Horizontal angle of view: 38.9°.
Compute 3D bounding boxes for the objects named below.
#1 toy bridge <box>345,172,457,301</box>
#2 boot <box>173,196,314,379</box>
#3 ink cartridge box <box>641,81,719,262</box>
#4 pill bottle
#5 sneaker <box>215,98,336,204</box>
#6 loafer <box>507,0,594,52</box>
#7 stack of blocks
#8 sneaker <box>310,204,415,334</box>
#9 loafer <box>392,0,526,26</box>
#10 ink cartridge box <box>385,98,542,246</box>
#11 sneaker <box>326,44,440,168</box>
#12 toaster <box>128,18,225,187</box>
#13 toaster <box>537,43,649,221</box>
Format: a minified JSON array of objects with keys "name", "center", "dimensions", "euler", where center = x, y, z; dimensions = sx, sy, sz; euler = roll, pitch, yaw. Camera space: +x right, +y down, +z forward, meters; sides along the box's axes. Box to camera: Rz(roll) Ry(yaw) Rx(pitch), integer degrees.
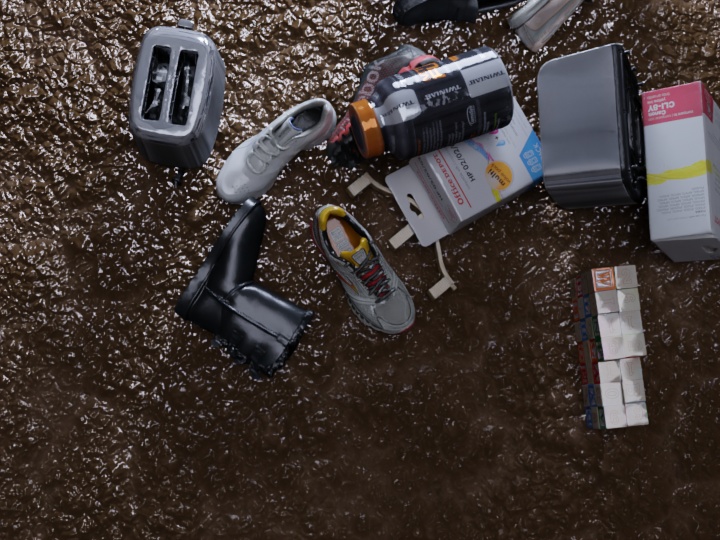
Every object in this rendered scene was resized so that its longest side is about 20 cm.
[{"name":"toy bridge","center":[0.066,-0.053,1.383],"dimensions":[0.067,0.027,0.201],"euler":[-38,86,-9]},{"name":"boot","center":[-0.134,0.028,1.338],"dimensions":[0.161,0.073,0.200],"euler":[33,89,4]},{"name":"ink cartridge box","center":[0.431,-0.124,1.341],"dimensions":[0.082,0.145,0.204],"euler":[-7,76,29]},{"name":"pill bottle","center":[0.086,-0.205,1.290],"dimensions":[0.197,0.106,0.108],"euler":[-19,83,-10]},{"name":"sneaker","center":[-0.116,-0.168,1.360],"dimensions":[0.200,0.087,0.075],"euler":[-43,88,-7]},{"name":"loafer","center":[0.297,-0.387,1.430],"dimensions":[0.199,0.072,0.063],"euler":[-39,102,-3]},{"name":"stack of blocks","center":[0.327,0.103,1.332],"dimensions":[0.057,0.115,0.204],"euler":[-5,83,-4]},{"name":"sneaker","center":[0.000,0.000,1.344],"dimensions":[0.078,0.082,0.201],"euler":[-39,86,-8]},{"name":"loafer","center":[0.141,-0.376,1.411],"dimensions":[0.198,0.068,0.071],"euler":[-20,72,-9]},{"name":"ink cartridge box","center":[0.145,-0.131,1.365],"dimensions":[0.198,0.068,0.116],"euler":[-29,84,-15]},{"name":"sneaker","center":[0.023,-0.228,1.384],"dimensions":[0.200,0.071,0.098],"euler":[-44,50,11]},{"name":"toaster","center":[-0.244,-0.222,1.338],"dimensions":[0.112,0.129,0.204],"euler":[10,82,-1]},{"name":"toaster","center":[0.308,-0.171,1.328],"dimensions":[0.117,0.180,0.204],"euler":[-5,82,23]}]
